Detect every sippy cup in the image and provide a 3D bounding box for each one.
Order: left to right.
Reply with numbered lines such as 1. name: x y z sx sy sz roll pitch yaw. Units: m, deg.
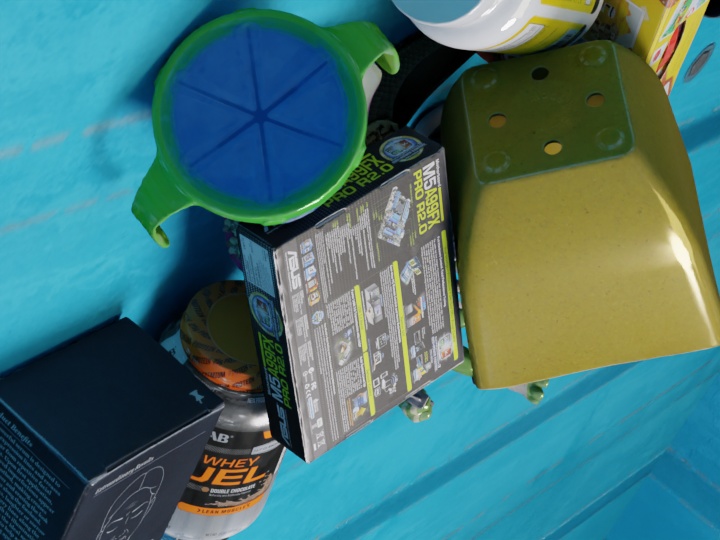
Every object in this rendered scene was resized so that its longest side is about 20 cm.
1. sippy cup: -0.061 -0.088 1.387 0.130 0.178 0.140 81 6 -80

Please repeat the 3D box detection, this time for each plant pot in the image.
1. plant pot: 0.152 -0.058 1.594 0.195 0.194 0.200 -12 141 8

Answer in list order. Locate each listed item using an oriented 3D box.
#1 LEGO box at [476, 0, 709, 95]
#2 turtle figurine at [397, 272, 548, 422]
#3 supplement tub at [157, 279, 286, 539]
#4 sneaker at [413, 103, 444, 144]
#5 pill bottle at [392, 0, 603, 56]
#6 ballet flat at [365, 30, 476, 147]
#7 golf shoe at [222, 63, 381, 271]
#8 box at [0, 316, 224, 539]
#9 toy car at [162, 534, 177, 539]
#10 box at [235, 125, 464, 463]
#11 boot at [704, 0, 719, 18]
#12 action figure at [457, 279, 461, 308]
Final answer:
1. LEGO box: 0.186 -0.213 1.678 0.077 0.149 0.200 -39 159 -32
2. turtle figurine: 0.084 0.060 1.895 0.194 0.144 0.200 7 151 -19
3. supplement tub: -0.110 0.108 1.651 0.123 0.123 0.200 -35 156 -40
4. sneaker: 0.135 -0.111 1.818 0.200 0.112 0.078 -37 159 -35
5. pill bottle: 0.093 -0.211 1.516 0.112 0.112 0.200 -56 162 17
6. ballet flat: 0.058 -0.158 1.644 0.200 0.046 0.067 -47 161 -10
7. golf shoe: -0.037 -0.074 1.548 0.092 0.075 0.200 -36 158 -47
8. box: -0.210 0.157 1.533 0.148 0.107 0.200 -28 152 -49
9. toy car: -0.179 0.339 1.819 0.184 0.200 0.177 -48 162 -5
10. box: -0.003 0.019 1.531 0.160 0.044 0.200 -33 134 -29
11. boot: 0.277 -0.282 1.843 0.075 0.097 0.200 -51 163 2
12. action figure: 0.096 0.007 1.783 0.200 0.119 0.102 -10 101 -41
